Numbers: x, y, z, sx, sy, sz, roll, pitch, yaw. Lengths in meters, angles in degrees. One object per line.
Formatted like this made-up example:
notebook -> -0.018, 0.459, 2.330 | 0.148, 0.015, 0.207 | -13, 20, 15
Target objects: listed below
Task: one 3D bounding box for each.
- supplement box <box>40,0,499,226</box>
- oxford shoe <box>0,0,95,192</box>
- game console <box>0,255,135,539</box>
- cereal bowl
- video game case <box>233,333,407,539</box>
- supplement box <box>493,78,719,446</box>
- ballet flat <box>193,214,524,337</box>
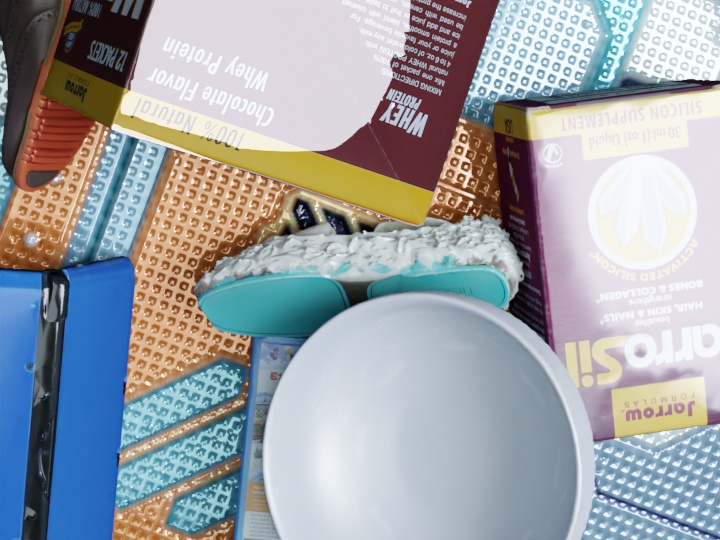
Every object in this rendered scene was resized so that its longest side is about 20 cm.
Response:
supplement box -> -0.042, -0.155, 0.900 | 0.196, 0.133, 0.202 | 16, 96, -30
oxford shoe -> -0.184, -0.148, 0.958 | 0.072, 0.071, 0.202 | 18, 97, 18
game console -> -0.213, 0.092, 0.937 | 0.169, 0.118, 0.203 | 4, 96, -17
cereal bowl -> 0.047, 0.110, 0.948 | 0.198, 0.083, 0.203 | 1, 91, 27
video game case -> -0.006, 0.146, 1.009 | 0.141, 0.018, 0.203 | 6, 84, -5
supplement box -> 0.158, -0.009, 0.988 | 0.129, 0.103, 0.203 | -8, 99, -6
ballet flat -> 0.000, 0.000, 0.990 | 0.197, 0.072, 0.073 | -3, 98, 5
